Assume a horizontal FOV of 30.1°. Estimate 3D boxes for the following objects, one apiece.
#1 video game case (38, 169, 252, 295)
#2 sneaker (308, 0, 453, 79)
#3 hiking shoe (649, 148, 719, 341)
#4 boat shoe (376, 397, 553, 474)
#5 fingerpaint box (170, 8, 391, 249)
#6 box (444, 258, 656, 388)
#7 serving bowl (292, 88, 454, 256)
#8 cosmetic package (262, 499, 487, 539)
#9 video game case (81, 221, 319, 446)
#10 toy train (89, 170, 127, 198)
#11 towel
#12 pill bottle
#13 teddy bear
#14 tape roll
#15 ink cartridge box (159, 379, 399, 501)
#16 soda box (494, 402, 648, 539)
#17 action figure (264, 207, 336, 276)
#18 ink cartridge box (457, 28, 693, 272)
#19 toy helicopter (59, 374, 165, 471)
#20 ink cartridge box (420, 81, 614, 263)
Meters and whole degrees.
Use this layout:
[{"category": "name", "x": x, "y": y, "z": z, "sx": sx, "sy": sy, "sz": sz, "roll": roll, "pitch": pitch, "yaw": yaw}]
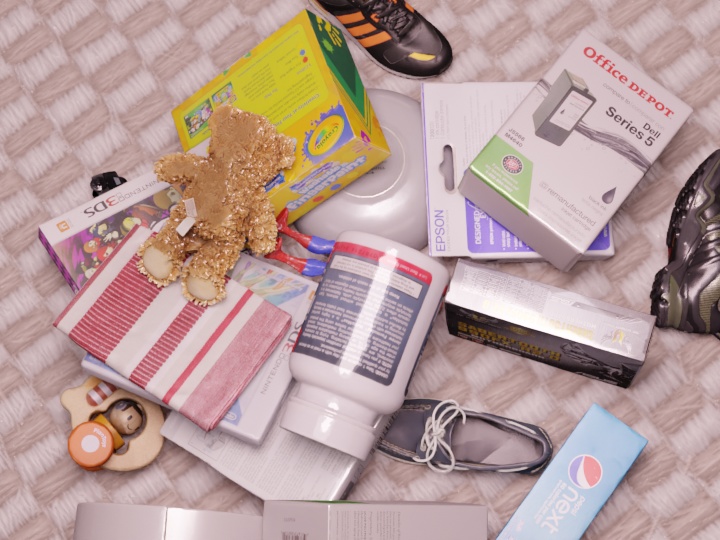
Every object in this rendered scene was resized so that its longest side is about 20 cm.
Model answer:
[{"category": "video game case", "x": -0.214, "y": -0.004, "z": 1.423, "sx": 0.181, "sy": 0.036, "sz": 0.200, "roll": -29, "pitch": 76, "yaw": -23}, {"category": "sneaker", "x": 0.014, "y": -0.286, "z": 1.474, "sx": 0.200, "sy": 0.090, "sz": 0.070, "roll": 38, "pitch": 82, "yaw": 13}, {"category": "hiking shoe", "x": 0.371, "y": -0.025, "z": 1.393, "sx": 0.101, "sy": 0.076, "sz": 0.200, "roll": 18, "pitch": 87, "yaw": 1}, {"category": "boat shoe", "x": 0.096, "y": 0.172, "z": 1.367, "sx": 0.200, "sy": 0.062, "sz": 0.075, "roll": 12, "pitch": 83, "yaw": 10}, {"category": "fingerpaint box", "x": -0.086, "y": -0.145, "z": 1.408, "sx": 0.200, "sy": 0.073, "sz": 0.167, "roll": -33, "pitch": 63, "yaw": 25}, {"category": "box", "x": 0.186, "y": 0.056, "z": 1.339, "sx": 0.200, "sy": 0.158, "sz": 0.048, "roll": 17, "pitch": 78, "yaw": 9}, {"category": "serving bowl", "x": 0.008, "y": -0.110, "z": 1.445, "sx": 0.200, "sy": 0.066, "sz": 0.200, "roll": -1, "pitch": 75, "yaw": 5}, {"category": "cosmetic package", "x": 0.016, "y": 0.262, "z": 1.274, "sx": 0.108, "sy": 0.200, "sz": 0.085, "roll": -9, "pitch": 78, "yaw": 49}, {"category": "video game case", "x": -0.152, "y": 0.060, "z": 1.356, "sx": 0.200, "sy": 0.022, "sz": 0.182, "roll": 22, "pitch": 64, "yaw": 10}, {"category": "toy train", "x": -0.240, "y": -0.023, "z": 1.465, "sx": 0.046, "sy": 0.034, "sz": 0.200, "roll": -23, "pitch": 74, "yaw": -13}, {"category": "towel", "x": -0.187, "y": 0.054, "z": 1.336, "sx": 0.200, "sy": 0.023, "sz": 0.144, "roll": 31, "pitch": 68, "yaw": 15}, {"category": "pill bottle", "x": -0.001, "y": 0.073, "z": 1.287, "sx": 0.119, "sy": 0.120, "sz": 0.200, "roll": 20, "pitch": 81, "yaw": 10}, {"category": "teddy bear", "x": -0.143, "y": -0.063, "z": 1.335, "sx": 0.145, "sy": 0.067, "sz": 0.200, "roll": 8, "pitch": 83, "yaw": 18}, {"category": "tape roll", "x": -0.182, "y": 0.303, "z": 1.291, "sx": 0.202, "sy": 0.203, "sz": 0.139, "roll": 3, "pitch": 77, "yaw": 6}, {"category": "ink cartridge box", "x": -0.081, "y": 0.151, "z": 1.368, "sx": 0.200, "sy": 0.047, "sz": 0.160, "roll": 28, "pitch": 79, "yaw": 20}, {"category": "soda box", "x": 0.202, "y": 0.235, "z": 1.341, "sx": 0.068, "sy": 0.064, "sz": 0.200, "roll": 35, "pitch": 82, "yaw": 12}, {"category": "action figure", "x": 0.000, "y": 0.000, "z": 1.395, "sx": 0.200, "sy": 0.052, "sz": 0.065, "roll": 26, "pitch": 44, "yaw": -21}, {"category": "ink cartridge box", "x": 0.219, "y": -0.123, "z": 1.370, "sx": 0.145, "sy": 0.084, "sz": 0.200, "roll": 38, "pitch": 76, "yaw": 6}, {"category": "toy helicopter", "x": -0.252, "y": 0.111, "z": 1.408, "sx": 0.132, "sy": 0.079, "sz": 0.200, "roll": -12, "pitch": 79, "yaw": -10}, {"category": "ink cartridge box", "x": 0.164, "y": -0.106, "z": 1.428, "sx": 0.200, "sy": 0.043, "sz": 0.198, "roll": 0, "pitch": 77, "yaw": -5}]
